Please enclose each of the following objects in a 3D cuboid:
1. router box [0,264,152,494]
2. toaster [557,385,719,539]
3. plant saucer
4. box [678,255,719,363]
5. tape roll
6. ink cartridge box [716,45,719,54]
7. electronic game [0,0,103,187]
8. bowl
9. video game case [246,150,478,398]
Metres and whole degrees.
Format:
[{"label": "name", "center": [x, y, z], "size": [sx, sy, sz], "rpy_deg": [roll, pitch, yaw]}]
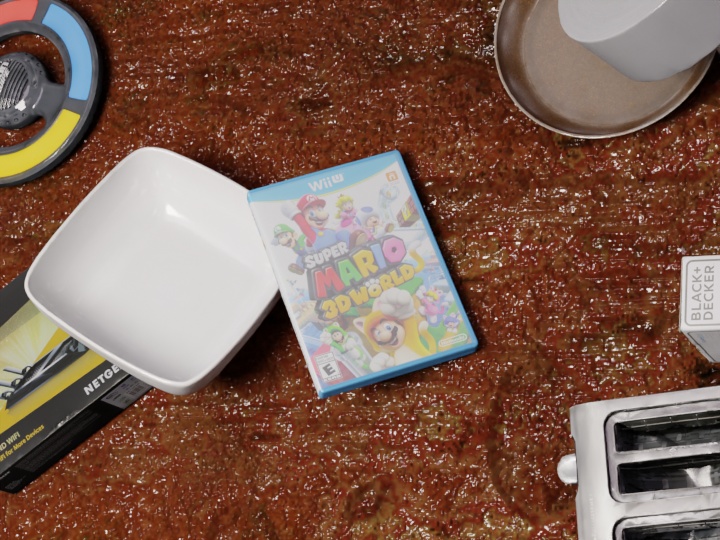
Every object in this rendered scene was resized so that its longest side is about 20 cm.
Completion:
[{"label": "router box", "center": [-0.292, 0.085, 1.660], "size": [0.200, 0.052, 0.157], "rpy_deg": [-38, 63, 9]}, {"label": "toaster", "center": [0.256, 0.188, 1.350], "size": [0.200, 0.119, 0.181], "rpy_deg": [-9, 72, 21]}, {"label": "plant saucer", "center": [0.214, -0.204, 1.535], "size": [0.200, 0.032, 0.200], "rpy_deg": [-7, 71, 23]}, {"label": "box", "center": [0.351, 0.028, 1.356], "size": [0.200, 0.117, 0.060], "rpy_deg": [-3, 73, 24]}, {"label": "tape roll", "center": [0.248, -0.252, 1.422], "size": [0.200, 0.066, 0.200], "rpy_deg": [-43, 30, 32]}, {"label": "ink cartridge box", "center": [0.341, -0.147, 1.414], "size": [0.068, 0.116, 0.200], "rpy_deg": [-34, 63, 11]}, {"label": "electronic game", "center": [-0.342, -0.178, 1.768], "size": [0.200, 0.042, 0.200], "rpy_deg": [-7, 72, 22]}, {"label": "bowl", "center": [-0.168, 0.009, 1.584], "size": [0.200, 0.075, 0.200], "rpy_deg": [29, 66, 18]}, {"label": "video game case", "center": [0.000, 0.000, 1.540], "size": [0.143, 0.018, 0.200], "rpy_deg": [-16, 66, -11]}]
